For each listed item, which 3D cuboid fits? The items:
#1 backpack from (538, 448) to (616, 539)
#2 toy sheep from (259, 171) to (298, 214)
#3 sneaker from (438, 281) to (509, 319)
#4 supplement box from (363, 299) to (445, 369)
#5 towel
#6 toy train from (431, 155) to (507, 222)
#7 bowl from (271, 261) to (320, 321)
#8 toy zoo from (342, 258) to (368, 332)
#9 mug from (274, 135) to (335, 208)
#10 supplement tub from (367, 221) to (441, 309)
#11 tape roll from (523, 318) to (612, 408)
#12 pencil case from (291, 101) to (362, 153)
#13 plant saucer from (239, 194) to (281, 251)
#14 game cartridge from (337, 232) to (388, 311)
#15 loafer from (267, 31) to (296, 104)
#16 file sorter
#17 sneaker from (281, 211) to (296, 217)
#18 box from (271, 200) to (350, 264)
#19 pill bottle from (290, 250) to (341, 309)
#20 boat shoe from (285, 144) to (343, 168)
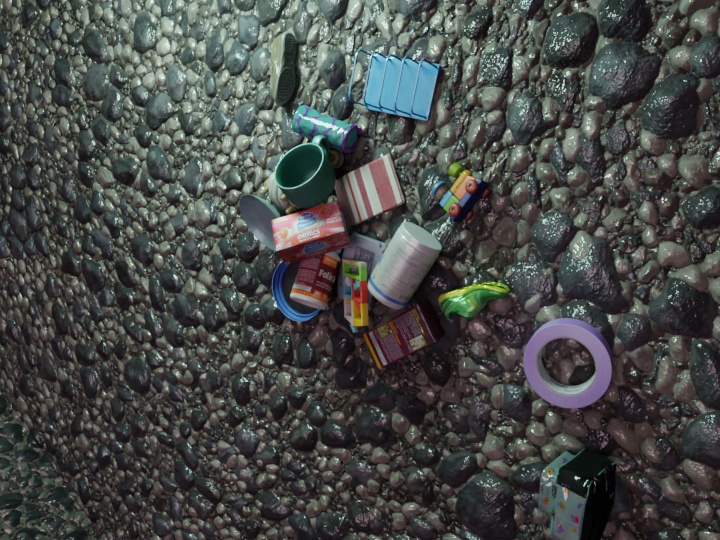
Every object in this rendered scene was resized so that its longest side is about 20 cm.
[{"bbox_3d":[0.510,0.545,1.215,0.151,0.174,0.205,4,101,45],"label":"backpack"},{"bbox_3d":[-0.211,-0.237,1.524,0.197,0.137,0.141,21,107,31],"label":"toy sheep"},{"bbox_3d":[0.296,0.079,1.324,0.197,0.073,0.086,-17,87,39],"label":"sneaker"},{"bbox_3d":[0.120,0.178,1.426,0.198,0.085,0.112,-31,82,29],"label":"supplement box"},{"bbox_3d":[0.022,-0.224,1.460,0.197,0.023,0.147,-21,85,28],"label":"towel"},{"bbox_3d":[0.269,-0.233,1.292,0.116,0.084,0.202,48,117,29],"label":"toy train"},{"bbox_3d":[-0.188,0.055,1.607,0.197,0.039,0.206,5,100,29],"label":"bowl"},{"bbox_3d":[-0.015,0.073,1.443,0.131,0.020,0.205,-167,73,-65],"label":"toy zoo"},{"bbox_3d":[-0.130,-0.257,1.396,0.184,0.115,0.153,-37,51,0],"label":"mug"},{"bbox_3d":[0.115,-0.011,1.376,0.131,0.131,0.202,38,113,18],"label":"supplement tub"},{"bbox_3d":[0.497,0.221,1.234,0.196,0.065,0.205,5,100,29],"label":"tape roll"},{"bbox_3d":[-0.100,-0.405,1.463,0.197,0.093,0.086,28,142,22],"label":"pencil case"},{"bbox_3d":[-0.281,-0.149,1.539,0.199,0.039,0.203,32,147,23],"label":"plant saucer"},{"bbox_3d":[0.000,0.000,1.496,0.131,0.041,0.204,20,107,21],"label":"game cartridge"},{"bbox_3d":[-0.236,-0.598,1.527,0.069,0.074,0.205,17,101,37],"label":"loafer"},{"bbox_3d":[0.083,-0.483,1.329,0.197,0.122,0.142,19,106,26],"label":"file sorter"},{"bbox_3d":[-0.197,-0.144,1.554,0.196,0.090,0.078,-13,93,31],"label":"sneaker"},{"bbox_3d":[-0.136,-0.102,1.411,0.195,0.096,0.102,-16,65,3],"label":"box"},{"bbox_3d":[-0.122,0.000,1.486,0.112,0.114,0.204,11,78,27],"label":"pill bottle"},{"bbox_3d":[-0.145,-0.336,1.506,0.196,0.071,0.078,3,99,29],"label":"boat shoe"}]
